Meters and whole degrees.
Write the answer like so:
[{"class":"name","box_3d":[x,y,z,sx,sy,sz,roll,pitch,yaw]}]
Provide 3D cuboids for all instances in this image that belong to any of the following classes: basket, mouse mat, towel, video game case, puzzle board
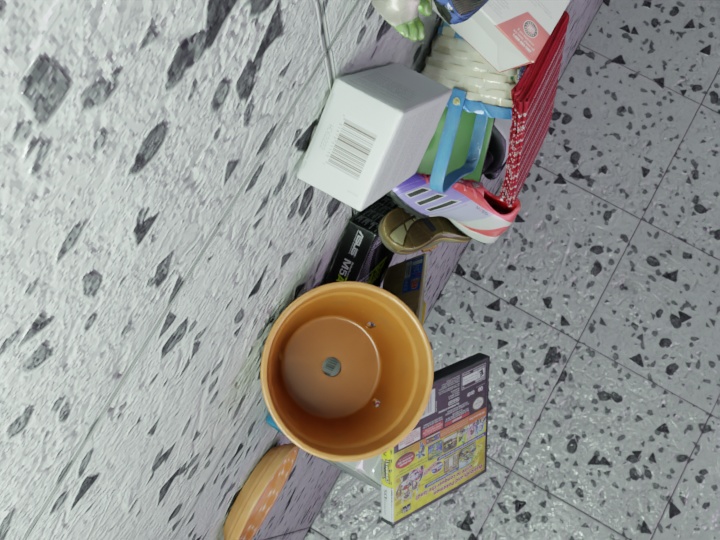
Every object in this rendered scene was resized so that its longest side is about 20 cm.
[{"class":"basket","box_3d":[0.135,-0.204,1.124,0.176,0.138,0.201,-42,151,-63]},{"class":"mouse mat","box_3d":[0.120,-0.132,1.277,0.160,0.008,0.202,-9,119,-45]},{"class":"towel","box_3d":[0.201,-0.185,1.072,0.145,0.022,0.201,-61,162,-26]},{"class":"video game case","box_3d":[0.103,0.224,1.246,0.199,0.025,0.182,-17,113,-41]},{"class":"puzzle board","box_3d":[0.057,0.062,1.285,0.200,0.017,0.152,157,-58,-75]}]

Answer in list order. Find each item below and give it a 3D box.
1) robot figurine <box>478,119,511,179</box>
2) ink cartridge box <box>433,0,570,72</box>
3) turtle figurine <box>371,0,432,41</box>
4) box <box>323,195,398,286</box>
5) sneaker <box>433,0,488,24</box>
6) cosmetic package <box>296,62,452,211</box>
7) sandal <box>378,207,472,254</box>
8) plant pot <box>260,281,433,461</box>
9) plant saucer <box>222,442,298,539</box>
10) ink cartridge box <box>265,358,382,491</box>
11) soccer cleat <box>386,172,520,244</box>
[{"class":"robot figurine","box_3d":[0.186,-0.227,1.400,0.200,0.124,0.151,-55,172,-35]},{"class":"ink cartridge box","box_3d":[0.176,-0.332,0.995,0.201,0.116,0.067,-58,-157,-15]},{"class":"turtle figurine","box_3d":[0.110,-0.262,0.715,0.199,0.145,0.194,12,136,-38]},{"class":"box","box_3d":[0.000,0.000,1.276,0.194,0.047,0.200,-65,170,22]},{"class":"sneaker","box_3d":[0.137,-0.316,0.887,0.200,0.075,0.078,-53,-147,-17]},{"class":"cosmetic package","box_3d":[0.019,-0.136,0.895,0.102,0.071,0.200,-65,170,22]},{"class":"sandal","box_3d":[0.082,-0.052,1.223,0.199,0.081,0.054,-19,158,-51]},{"class":"plant pot","box_3d":[-0.026,0.118,1.098,0.201,0.199,0.140,-60,-173,-10]},{"class":"plant saucer","box_3d":[-0.165,0.364,1.487,0.201,0.037,0.200,-59,170,-17]},{"class":"ink cartridge box","box_3d":[0.003,0.211,1.304,0.146,0.199,0.147,43,72,-41]},{"class":"soccer cleat","box_3d":[0.117,-0.098,1.193,0.073,0.199,0.069,-46,-145,37]}]
